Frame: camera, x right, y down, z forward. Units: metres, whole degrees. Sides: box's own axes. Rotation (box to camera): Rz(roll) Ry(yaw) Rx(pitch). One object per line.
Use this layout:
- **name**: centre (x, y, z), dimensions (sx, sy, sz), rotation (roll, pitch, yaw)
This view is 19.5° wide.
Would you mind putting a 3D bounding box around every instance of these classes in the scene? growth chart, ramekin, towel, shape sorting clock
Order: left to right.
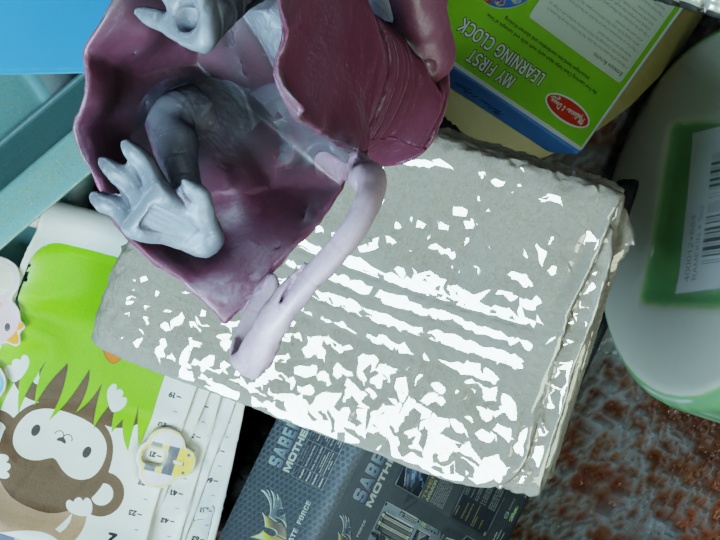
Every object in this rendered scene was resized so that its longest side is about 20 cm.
- **growth chart**: centre (-0.109, 0.071, 0.888), dimensions (0.143, 0.018, 0.202), rotation (5, 103, -21)
- **towel**: centre (0.000, 0.000, 0.832), dimensions (0.034, 0.198, 0.134), rotation (-13, 122, -76)
- **shape sorting clock**: centre (0.084, -0.133, 0.917), dimensions (0.199, 0.039, 0.201), rotation (-22, 133, -26)
- **ramekin**: centre (0.195, -0.018, 0.956), dimensions (0.097, 0.200, 0.201), rotation (13, 114, -27)

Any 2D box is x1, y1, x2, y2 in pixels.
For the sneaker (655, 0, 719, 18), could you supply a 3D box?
- **sneaker**: centre (0.203, -0.167, 0.916), dimensions (0.199, 0.078, 0.090), rotation (-20, 123, -44)

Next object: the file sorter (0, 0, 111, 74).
- **file sorter**: centre (-0.089, -0.160, 0.751), dimensions (0.198, 0.123, 0.140), rotation (-4, 123, -26)

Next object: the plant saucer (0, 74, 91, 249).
- **plant saucer**: centre (-0.134, -0.036, 0.813), dimensions (0.200, 0.070, 0.019), rotation (-41, 114, 1)

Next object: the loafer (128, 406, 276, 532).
- **loafer**: centre (-0.126, 0.116, 0.958), dimensions (0.198, 0.073, 0.072), rotation (-20, 140, -12)

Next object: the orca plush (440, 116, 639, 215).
- **orca plush**: centre (0.020, -0.055, 0.876), dimensions (0.198, 0.071, 0.106), rotation (13, 108, 14)

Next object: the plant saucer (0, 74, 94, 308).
- **plant saucer**: centre (-0.195, -0.035, 0.840), dimensions (0.198, 0.027, 0.202), rotation (-14, 126, -19)

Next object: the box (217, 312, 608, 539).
- **box**: centre (0.028, 0.074, 0.954), dimensions (0.158, 0.051, 0.201), rotation (35, 78, -55)

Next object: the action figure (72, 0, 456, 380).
- **action figure**: centre (-0.005, -0.064, 0.683), dimensions (0.134, 0.149, 0.200), rotation (-48, 163, 19)
